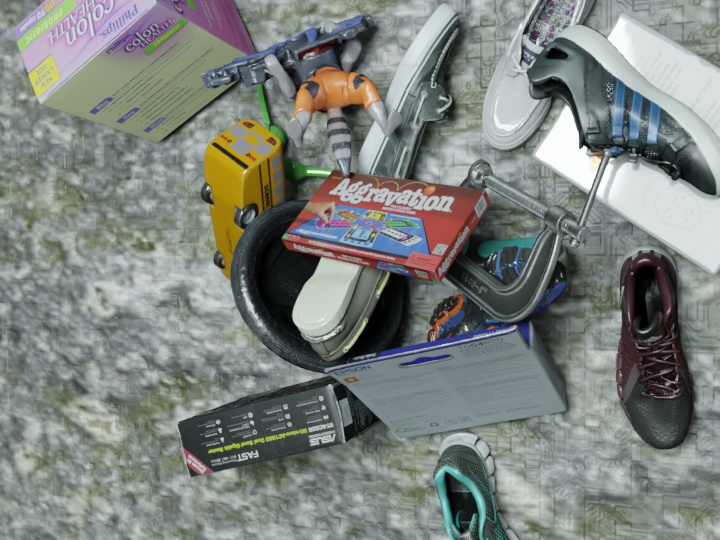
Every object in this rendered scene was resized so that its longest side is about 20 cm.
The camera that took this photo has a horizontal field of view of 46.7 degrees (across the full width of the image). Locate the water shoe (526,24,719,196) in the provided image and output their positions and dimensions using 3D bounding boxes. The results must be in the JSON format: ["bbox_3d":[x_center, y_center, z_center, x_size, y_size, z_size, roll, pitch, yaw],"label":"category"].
[{"bbox_3d":[0.224,-0.120,0.712,0.079,0.072,0.201,-41,68,1],"label":"water shoe"}]

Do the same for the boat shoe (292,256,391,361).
[{"bbox_3d":[-0.002,0.000,0.853,0.071,0.203,0.061,4,138,33],"label":"boat shoe"}]

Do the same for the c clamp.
[{"bbox_3d":[0.140,-0.045,0.777,0.199,0.027,0.175,33,110,56],"label":"c clamp"}]

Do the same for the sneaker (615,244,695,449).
[{"bbox_3d":[0.275,0.079,0.797,0.074,0.115,0.205,-8,90,21],"label":"sneaker"}]

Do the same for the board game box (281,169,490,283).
[{"bbox_3d":[0.020,-0.049,0.820,0.197,0.020,0.104,12,56,40],"label":"board game box"}]

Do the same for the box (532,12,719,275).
[{"bbox_3d":[0.289,-0.117,0.786,0.199,0.106,0.154,36,105,15],"label":"box"}]

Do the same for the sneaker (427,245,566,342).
[{"bbox_3d":[0.143,0.039,0.838,0.200,0.077,0.077,-41,39,55],"label":"sneaker"}]

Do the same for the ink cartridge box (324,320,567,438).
[{"bbox_3d":[0.090,0.104,0.834,0.196,0.200,0.041,-13,56,20],"label":"ink cartridge box"}]

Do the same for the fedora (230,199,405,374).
[{"bbox_3d":[-0.052,0.026,0.913,0.196,0.092,0.205,6,71,-18],"label":"fedora"}]

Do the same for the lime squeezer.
[{"bbox_3d":[-0.081,-0.151,0.966,0.071,0.038,0.200,-47,76,17],"label":"lime squeezer"}]

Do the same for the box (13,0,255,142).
[{"bbox_3d":[-0.243,-0.250,0.933,0.174,0.199,0.098,-31,75,20],"label":"box"}]

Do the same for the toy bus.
[{"bbox_3d":[-0.124,-0.062,0.930,0.065,0.078,0.202,34,147,25],"label":"toy bus"}]

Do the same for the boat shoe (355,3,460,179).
[{"bbox_3d":[0.066,-0.180,0.898,0.070,0.072,0.203,29,113,8],"label":"boat shoe"}]

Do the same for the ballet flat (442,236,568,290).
[{"bbox_3d":[0.121,-0.004,0.884,0.196,0.068,0.065,6,125,23],"label":"ballet flat"}]

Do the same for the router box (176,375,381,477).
[{"bbox_3d":[-0.080,0.163,0.922,0.196,0.149,0.064,-16,87,21],"label":"router box"}]

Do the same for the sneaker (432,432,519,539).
[{"bbox_3d":[0.120,0.280,0.881,0.076,0.091,0.204,-23,85,21],"label":"sneaker"}]

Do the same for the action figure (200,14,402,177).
[{"bbox_3d":[-0.063,-0.189,0.897,0.196,0.106,0.195,-18,42,-3],"label":"action figure"}]

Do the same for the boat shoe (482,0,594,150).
[{"bbox_3d":[0.179,-0.219,0.843,0.071,0.068,0.202,35,104,16],"label":"boat shoe"}]
